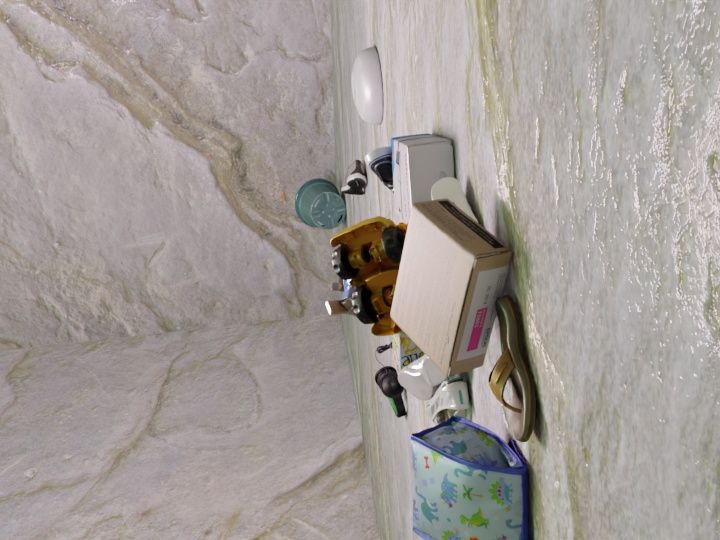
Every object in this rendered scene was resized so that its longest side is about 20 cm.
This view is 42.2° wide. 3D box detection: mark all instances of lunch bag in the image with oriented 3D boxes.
[{"bbox_3d":[0.175,0.334,1.392,0.199,0.126,0.174,18,118,52],"label":"lunch bag"}]

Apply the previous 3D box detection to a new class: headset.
[{"bbox_3d":[0.091,0.295,2.523,0.123,0.092,0.204,-138,28,-75],"label":"headset"}]

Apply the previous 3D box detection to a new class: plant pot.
[{"bbox_3d":[-0.151,-0.255,3.745,0.196,0.196,0.205,-138,42,-70],"label":"plant pot"}]

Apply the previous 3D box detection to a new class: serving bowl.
[{"bbox_3d":[0.013,-0.482,2.456,0.200,0.064,0.205,174,90,-85],"label":"serving bowl"}]

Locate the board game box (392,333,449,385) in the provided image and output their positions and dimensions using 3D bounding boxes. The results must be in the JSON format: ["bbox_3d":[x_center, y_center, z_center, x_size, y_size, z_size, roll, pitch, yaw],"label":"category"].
[{"bbox_3d":[0.116,0.107,1.820,0.103,0.102,0.204,-106,11,-63],"label":"board game box"}]

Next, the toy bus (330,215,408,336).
[{"bbox_3d":[0.058,-0.018,1.649,0.203,0.134,0.192,63,-148,-16],"label":"toy bus"}]

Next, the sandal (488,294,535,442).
[{"bbox_3d":[0.199,0.135,1.278,0.080,0.053,0.204,103,160,-72],"label":"sandal"}]

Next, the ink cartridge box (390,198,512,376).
[{"bbox_3d":[0.128,0.023,1.368,0.165,0.074,0.203,44,133,44],"label":"ink cartridge box"}]

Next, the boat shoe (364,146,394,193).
[{"bbox_3d":[0.074,-0.186,1.852,0.199,0.071,0.069,27,-139,-62],"label":"boat shoe"}]

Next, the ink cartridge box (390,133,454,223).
[{"bbox_3d":[0.112,-0.166,1.700,0.200,0.084,0.150,-116,21,-78],"label":"ink cartridge box"}]

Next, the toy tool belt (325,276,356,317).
[{"bbox_3d":[0.000,0.000,1.770,0.125,0.120,0.204,113,164,-59],"label":"toy tool belt"}]

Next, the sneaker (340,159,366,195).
[{"bbox_3d":[-0.017,-0.290,2.961,0.200,0.072,0.081,130,143,-73],"label":"sneaker"}]

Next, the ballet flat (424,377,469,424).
[{"bbox_3d":[0.163,0.259,1.732,0.201,0.068,0.071,106,158,-65],"label":"ballet flat"}]

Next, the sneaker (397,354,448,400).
[{"bbox_3d":[0.138,0.176,1.731,0.075,0.089,0.200,43,150,-1],"label":"sneaker"}]

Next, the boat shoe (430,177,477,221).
[{"bbox_3d":[0.156,-0.057,1.486,0.069,0.071,0.202,59,-171,-48],"label":"boat shoe"}]
